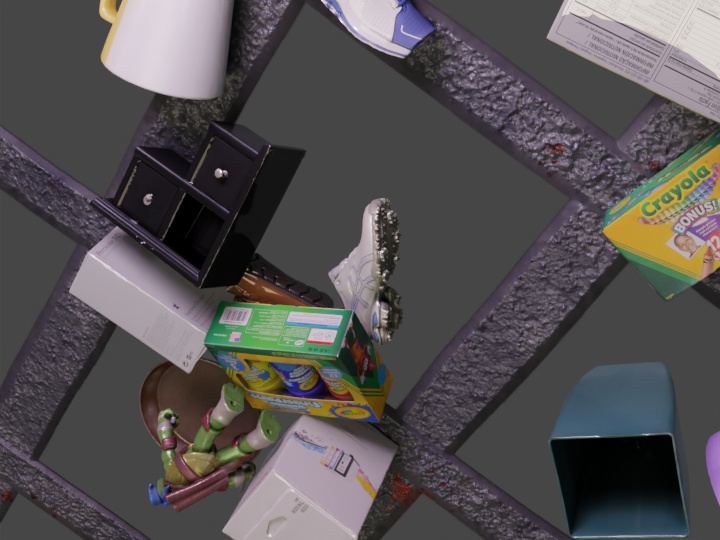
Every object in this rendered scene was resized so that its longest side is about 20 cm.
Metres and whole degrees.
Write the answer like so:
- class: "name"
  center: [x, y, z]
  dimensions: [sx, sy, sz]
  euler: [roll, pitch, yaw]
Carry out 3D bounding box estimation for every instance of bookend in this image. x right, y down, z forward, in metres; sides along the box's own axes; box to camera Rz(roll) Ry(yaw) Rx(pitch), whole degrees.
- class: "bookend"
  center: [-0.205, -0.115, 1.450]
  dimensions: [0.198, 0.092, 0.201]
  euler: [36, 106, 20]

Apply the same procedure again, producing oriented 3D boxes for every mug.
- class: "mug"
  center: [-0.231, -0.306, 1.355]
  dimensions: [0.185, 0.150, 0.154]
  euler: [20, 114, 1]

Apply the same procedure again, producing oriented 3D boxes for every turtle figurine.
- class: "turtle figurine"
  center: [-0.202, 0.232, 1.599]
  dimensions: [0.194, 0.200, 0.144]
  euler: [-41, 76, 27]

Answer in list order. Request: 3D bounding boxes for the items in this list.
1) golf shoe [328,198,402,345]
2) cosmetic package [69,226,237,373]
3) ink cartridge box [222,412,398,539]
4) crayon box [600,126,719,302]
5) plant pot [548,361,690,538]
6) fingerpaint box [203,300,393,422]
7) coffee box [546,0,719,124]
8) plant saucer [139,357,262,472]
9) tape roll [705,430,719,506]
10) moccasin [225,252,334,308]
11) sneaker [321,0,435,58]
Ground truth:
- class: "golf shoe"
  center: [0.000, 0.000, 1.474]
  dimensions: [0.097, 0.078, 0.201]
  euler: [11, 119, 20]
- class: "cosmetic package"
  center: [-0.276, 0.033, 1.565]
  dimensions: [0.199, 0.113, 0.081]
  euler: [35, 123, -4]
- class: "ink cartridge box"
  center: [-0.065, 0.298, 1.577]
  dimensions: [0.144, 0.200, 0.147]
  euler: [37, 123, -2]
- class: "crayon box"
  center: [0.387, -0.070, 1.308]
  dimensions: [0.119, 0.058, 0.200]
  euler: [45, 122, -8]
- class: "plant pot"
  center: [0.322, 0.200, 1.390]
  dimensions: [0.140, 0.200, 0.142]
  euler: [-6, 115, 22]
- class: "fingerpaint box"
  center: [-0.079, 0.120, 1.512]
  dimensions: [0.198, 0.074, 0.167]
  euler: [4, 146, 25]
- class: "coffee box"
  center: [0.322, -0.294, 1.128]
  dimensions: [0.199, 0.200, 0.199]
  euler: [26, 123, 3]
- class: "plant saucer"
  center: [-0.225, 0.205, 1.683]
  dimensions: [0.199, 0.035, 0.202]
  euler: [8, 118, 16]
- class: "tape roll"
  center: [0.495, 0.269, 1.366]
  dimensions: [0.066, 0.200, 0.200]
  euler: [-38, 100, 30]
- class: "moccasin"
  center: [-0.134, 0.027, 1.539]
  dimensions: [0.200, 0.074, 0.078]
  euler: [28, 115, -8]
- class: "sneaker"
  center: [0.008, -0.336, 1.287]
  dimensions: [0.199, 0.081, 0.115]
  euler: [38, 125, -1]
